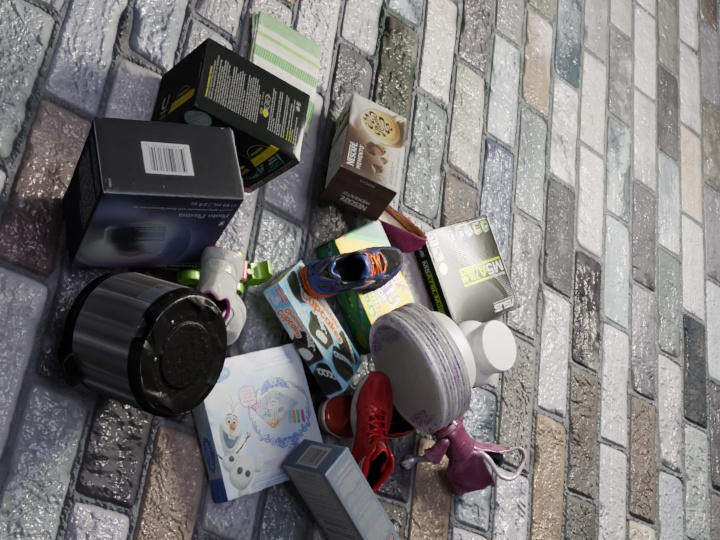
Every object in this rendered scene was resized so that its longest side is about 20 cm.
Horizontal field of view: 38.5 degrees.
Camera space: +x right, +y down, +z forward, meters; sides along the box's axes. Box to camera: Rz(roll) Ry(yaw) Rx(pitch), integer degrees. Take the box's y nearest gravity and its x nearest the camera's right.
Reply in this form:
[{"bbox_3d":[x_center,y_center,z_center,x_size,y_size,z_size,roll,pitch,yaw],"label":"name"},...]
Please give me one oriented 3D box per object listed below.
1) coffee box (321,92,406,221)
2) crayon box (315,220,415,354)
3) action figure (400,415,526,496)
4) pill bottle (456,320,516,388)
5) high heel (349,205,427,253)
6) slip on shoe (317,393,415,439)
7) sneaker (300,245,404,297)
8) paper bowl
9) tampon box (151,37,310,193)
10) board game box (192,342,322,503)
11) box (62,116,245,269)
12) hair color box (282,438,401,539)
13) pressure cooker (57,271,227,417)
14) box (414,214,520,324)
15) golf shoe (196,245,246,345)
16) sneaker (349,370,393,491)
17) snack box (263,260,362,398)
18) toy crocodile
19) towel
[{"bbox_3d":[0.008,-0.199,1.794,0.112,0.080,0.202,24,45,-15],"label":"coffee box"},{"bbox_3d":[0.017,0.028,1.779,0.118,0.058,0.203,-26,93,-42],"label":"crayon box"},{"bbox_3d":[0.167,0.305,1.762,0.201,0.147,0.135,51,53,-33],"label":"action figure"},{"bbox_3d":[0.167,0.151,1.771,0.111,0.199,0.114,15,64,-36],"label":"pill bottle"},{"bbox_3d":[0.036,-0.114,1.821,0.067,0.095,0.202,-40,102,-42],"label":"high heel"},{"bbox_3d":[0.014,0.241,1.699,0.198,0.061,0.075,13,68,-36],"label":"slip on shoe"},{"bbox_3d":[0.000,0.000,1.683,0.198,0.078,0.076,-17,87,-39],"label":"sneaker"},{"bbox_3d":[0.108,0.148,1.652,0.103,0.200,0.203,-23,90,-25],"label":"paper bowl"},{"bbox_3d":[-0.205,-0.237,1.616,0.198,0.149,0.128,25,59,-32],"label":"tampon box"},{"bbox_3d":[-0.156,0.226,1.565,0.198,0.043,0.202,-9,82,-43],"label":"board game box"},{"bbox_3d":[-0.288,-0.098,1.425,0.197,0.199,0.125,1,62,-29],"label":"box"},{"bbox_3d":[-0.026,0.353,1.560,0.061,0.098,0.202,-45,121,-33],"label":"hair color box"},{"bbox_3d":[-0.299,0.091,1.393,0.175,0.198,0.181,26,79,-55],"label":"pressure cooker"},{"bbox_3d":[0.200,0.007,1.958,0.198,0.047,0.196,-15,83,-43],"label":"box"},{"bbox_3d":[-0.210,0.056,1.495,0.074,0.202,0.092,8,49,5],"label":"golf shoe"},{"bbox_3d":[0.031,0.254,1.608,0.077,0.115,0.203,15,75,-22],"label":"sneaker"},{"bbox_3d":[-0.074,0.093,1.662,0.202,0.037,0.116,59,22,-9],"label":"snack box"},{"bbox_3d":[-0.225,-0.009,1.577,0.198,0.061,0.069,17,64,-36],"label":"toy crocodile"},{"bbox_3d":[-0.139,-0.339,1.800,0.151,0.023,0.203,24,59,-34],"label":"towel"}]
